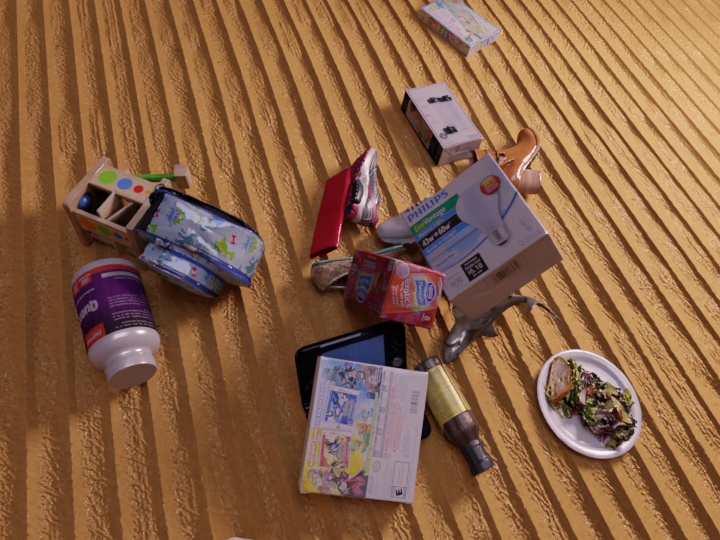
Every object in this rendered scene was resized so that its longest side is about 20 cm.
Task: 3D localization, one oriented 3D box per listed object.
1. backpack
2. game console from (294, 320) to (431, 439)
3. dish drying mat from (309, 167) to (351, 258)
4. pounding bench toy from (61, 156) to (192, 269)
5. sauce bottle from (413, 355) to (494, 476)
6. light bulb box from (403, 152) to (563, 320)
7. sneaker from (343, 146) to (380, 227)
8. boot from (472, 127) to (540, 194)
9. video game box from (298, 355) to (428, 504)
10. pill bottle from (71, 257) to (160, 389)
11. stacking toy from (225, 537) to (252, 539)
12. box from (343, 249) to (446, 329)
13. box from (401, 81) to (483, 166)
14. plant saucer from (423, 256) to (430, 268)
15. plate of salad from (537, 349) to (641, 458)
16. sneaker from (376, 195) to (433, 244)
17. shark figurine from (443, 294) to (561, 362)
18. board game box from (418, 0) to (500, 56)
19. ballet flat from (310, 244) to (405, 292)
[{"bbox_3d":[-0.277,-0.034,0.965,0.197,0.183,0.149,21,80,0],"label":"backpack"},{"bbox_3d":[0.007,0.200,0.896,0.197,0.175,0.119,-14,29,-18],"label":"game console"},{"bbox_3d":[-0.058,-0.119,1.120,0.018,0.076,0.203,35,49,-34],"label":"dish drying mat"},{"bbox_3d":[-0.432,-0.138,1.031,0.153,0.125,0.202,21,57,5],"label":"pounding bench toy"},{"bbox_3d":[0.157,0.245,0.923,0.064,0.065,0.202,-18,62,-19],"label":"sauce bottle"},{"bbox_3d":[0.214,-0.059,0.972,0.197,0.124,0.202,-36,55,14],"label":"light bulb box"},{"bbox_3d":[0.009,-0.177,1.165,0.074,0.080,0.203,27,55,-24],"label":"sneaker"},{"bbox_3d":[0.335,-0.263,1.274,0.152,0.077,0.204,7,64,0],"label":"boot"},{"bbox_3d":[0.005,0.248,0.854,0.179,0.047,0.204,11,81,-13],"label":"video game box"},{"bbox_3d":[-0.402,0.087,0.903,0.111,0.113,0.202,-19,62,-20],"label":"pill bottle"},{"bbox_3d":[-0.187,0.473,0.711,0.143,0.146,0.204,-9,79,-14],"label":"stacking toy"},{"bbox_3d":[0.052,0.028,0.945,0.098,0.200,0.097,15,92,-21],"label":"box"},{"bbox_3d":[0.192,-0.355,1.306,0.115,0.060,0.202,-18,63,-19],"label":"box"},{"bbox_3d":[0.229,-0.032,1.117,0.196,0.051,0.203,4,58,-6],"label":"plant saucer"},{"bbox_3d":[0.417,0.233,0.983,0.196,0.048,0.203,5,57,-7],"label":"plate of salad"},{"bbox_3d":[0.125,-0.110,1.106,0.196,0.082,0.077,-12,35,0],"label":"sneaker"},{"bbox_3d":[0.252,0.093,1.012,0.090,0.212,0.129,47,25,-27],"label":"shark figurine"},{"bbox_3d":[0.280,-0.701,1.553,0.134,0.034,0.200,-34,69,-26],"label":"board game box"},{"bbox_3d":[0.000,0.000,1.062,0.196,0.070,0.067,-13,87,-13],"label":"ballet flat"}]
